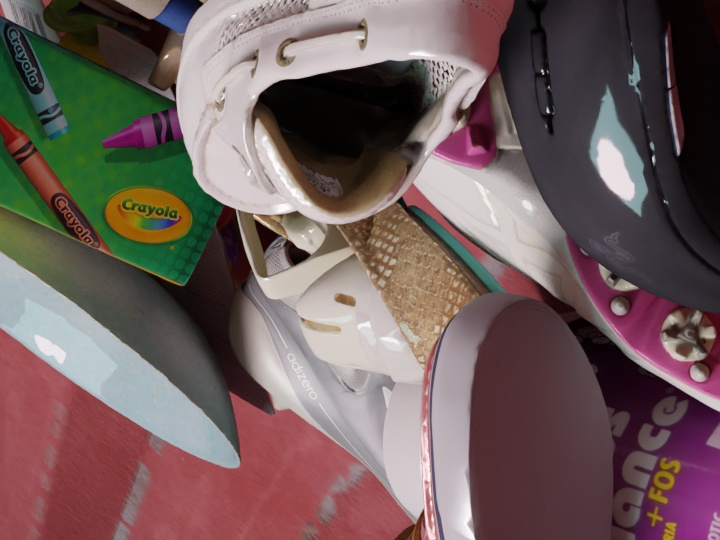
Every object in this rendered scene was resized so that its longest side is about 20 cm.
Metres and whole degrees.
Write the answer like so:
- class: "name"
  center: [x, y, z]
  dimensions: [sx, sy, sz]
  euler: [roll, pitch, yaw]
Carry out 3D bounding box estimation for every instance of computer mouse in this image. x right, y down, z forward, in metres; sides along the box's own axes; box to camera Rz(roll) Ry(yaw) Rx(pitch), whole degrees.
- class: "computer mouse"
  center: [0.044, -0.074, 0.662]
  dimensions: [0.140, 0.046, 0.200]
  euler: [12, 125, 53]

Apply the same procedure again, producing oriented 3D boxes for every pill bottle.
- class: "pill bottle"
  center: [0.103, 0.076, 0.802]
  dimensions: [0.200, 0.112, 0.112]
  euler: [15, 145, 47]

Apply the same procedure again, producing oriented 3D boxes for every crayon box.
- class: "crayon box"
  center: [-0.139, -0.060, 0.831]
  dimensions: [0.119, 0.058, 0.200]
  euler: [25, 179, -31]

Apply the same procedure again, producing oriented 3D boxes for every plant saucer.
- class: "plant saucer"
  center: [-0.124, 0.012, 0.990]
  dimensions: [0.201, 0.039, 0.201]
  euler: [33, 167, 9]

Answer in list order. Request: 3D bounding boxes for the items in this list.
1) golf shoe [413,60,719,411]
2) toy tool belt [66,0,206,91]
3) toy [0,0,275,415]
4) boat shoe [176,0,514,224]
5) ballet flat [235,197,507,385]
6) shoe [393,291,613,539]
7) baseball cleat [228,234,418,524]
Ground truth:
- class: "golf shoe"
  center: [0.077, -0.022, 0.746]
  dimensions: [0.200, 0.075, 0.092]
  euler: [43, 169, 13]
- class: "toy tool belt"
  center: [-0.056, -0.123, 0.744]
  dimensions: [0.123, 0.125, 0.200]
  euler: [20, 177, -36]
- class: "toy"
  center: [-0.086, -0.040, 0.993]
  dimensions: [0.115, 0.047, 0.200]
  euler: [27, 148, 41]
- class: "boat shoe"
  center: [-0.011, -0.046, 0.647]
  dimensions: [0.071, 0.069, 0.200]
  euler: [11, 159, -14]
- class: "ballet flat"
  center: [0.000, 0.000, 0.813]
  dimensions: [0.200, 0.065, 0.071]
  euler: [50, 170, 54]
- class: "shoe"
  center: [0.033, 0.098, 0.747]
  dimensions: [0.091, 0.071, 0.200]
  euler: [9, 120, 43]
- class: "baseball cleat"
  center: [0.037, 0.057, 0.934]
  dimensions: [0.200, 0.070, 0.106]
  euler: [33, 140, -3]
